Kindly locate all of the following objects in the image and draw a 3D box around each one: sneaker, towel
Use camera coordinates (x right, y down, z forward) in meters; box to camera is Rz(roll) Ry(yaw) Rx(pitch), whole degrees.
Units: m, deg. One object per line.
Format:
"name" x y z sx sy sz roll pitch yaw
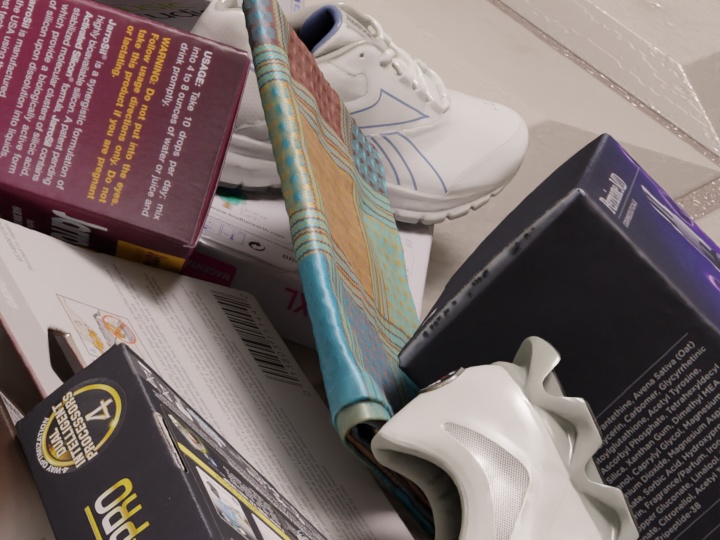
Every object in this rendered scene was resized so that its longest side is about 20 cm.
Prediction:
"sneaker" 0.067 0.130 0.760 0.088 0.074 0.201 -21 72 -18
"sneaker" 0.001 -0.078 1.004 0.199 0.087 0.075 5 35 -32
"towel" 0.000 0.000 0.874 0.147 0.022 0.201 53 21 -59

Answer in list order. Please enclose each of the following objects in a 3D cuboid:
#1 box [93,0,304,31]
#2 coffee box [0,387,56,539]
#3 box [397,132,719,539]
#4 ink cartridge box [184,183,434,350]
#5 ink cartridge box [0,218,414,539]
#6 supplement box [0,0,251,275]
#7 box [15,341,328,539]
"box" -0.134 -0.138 0.990 0.144 0.037 0.200 0 -5 27
"coffee box" -0.107 0.141 0.609 0.200 0.113 0.080 55 -3 41
"box" 0.127 0.056 0.876 0.200 0.104 0.148 46 16 -2
"ink cartridge box" -0.023 -0.034 1.040 0.119 0.042 0.200 22 33 -7
"ink cartridge box" -0.069 0.068 0.799 0.176 0.045 0.200 19 26 -45
"supplement box" -0.154 -0.069 0.882 0.199 0.086 0.110 17 -11 -5
"box" -0.009 0.131 0.625 0.200 0.049 0.161 49 4 -40
